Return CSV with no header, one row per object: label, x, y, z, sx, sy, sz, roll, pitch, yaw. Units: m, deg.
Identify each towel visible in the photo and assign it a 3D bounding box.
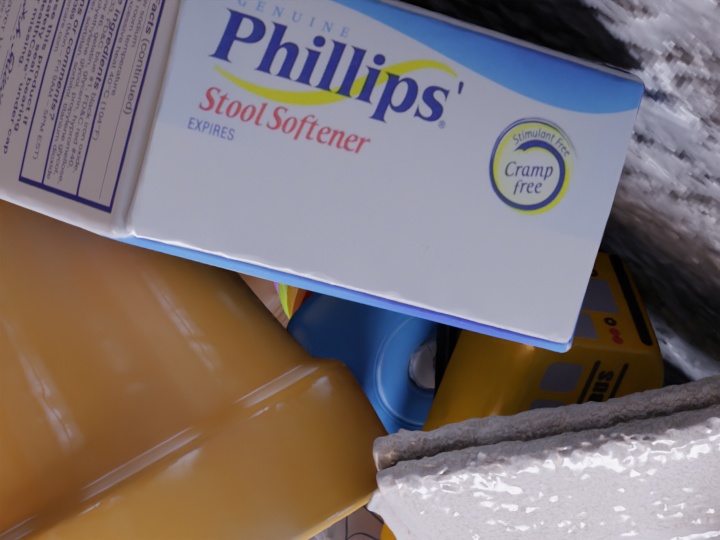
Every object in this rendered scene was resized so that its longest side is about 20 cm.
towel,0.111,0.094,1.087,0.133,0.199,0.035,59,-155,-47

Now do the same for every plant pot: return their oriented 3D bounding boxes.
plant pot,-0.111,0.050,1.148,0.184,0.200,0.200,61,167,2

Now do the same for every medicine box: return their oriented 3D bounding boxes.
medicine box,-0.034,-0.053,1.011,0.182,0.103,0.200,14,-177,-28

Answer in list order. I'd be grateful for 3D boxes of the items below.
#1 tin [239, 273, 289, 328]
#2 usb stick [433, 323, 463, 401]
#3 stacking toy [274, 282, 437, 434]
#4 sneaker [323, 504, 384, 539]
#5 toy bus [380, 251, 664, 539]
tin,-0.035,0.012,1.418,0.200,0.042,0.112,36,-166,-42
usb stick,0.057,0.053,1.206,0.033,0.055,0.200,-114,18,-46
stacking toy,0.000,0.000,1.304,0.116,0.110,0.200,53,179,-33
sneaker,0.013,0.130,1.326,0.200,0.087,0.075,-122,17,-54
toy bus,0.065,0.086,1.169,0.065,0.078,0.200,-107,30,-47
